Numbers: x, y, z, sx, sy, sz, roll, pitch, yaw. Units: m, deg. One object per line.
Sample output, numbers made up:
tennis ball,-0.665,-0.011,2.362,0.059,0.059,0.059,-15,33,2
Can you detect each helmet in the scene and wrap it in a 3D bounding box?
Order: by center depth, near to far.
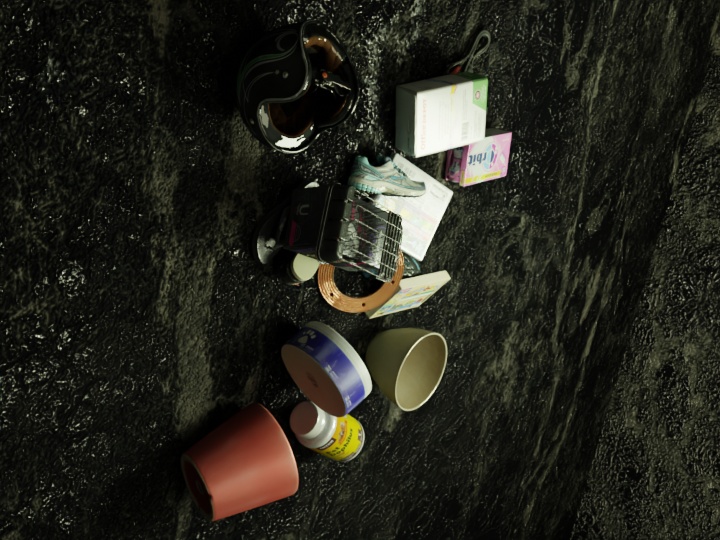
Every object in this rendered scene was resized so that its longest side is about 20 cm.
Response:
helmet,-0.119,-0.308,1.316,0.200,0.190,0.201,32,46,-40

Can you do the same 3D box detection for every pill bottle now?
pill bottle,-0.079,0.366,1.784,0.110,0.109,0.200,-60,142,-9

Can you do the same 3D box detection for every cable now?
cable,0.239,-0.483,1.805,0.097,0.050,0.201,30,72,-36

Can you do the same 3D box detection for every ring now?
ring,0.000,0.000,1.701,0.199,0.019,0.202,-8,119,-15

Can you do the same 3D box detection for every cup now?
cup,0.097,0.222,1.896,0.200,0.143,0.202,-26,126,-41

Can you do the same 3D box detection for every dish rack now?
dish rack,0.007,-0.065,1.462,0.200,0.054,0.155,25,73,-48

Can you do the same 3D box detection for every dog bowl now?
dog bowl,-0.074,0.209,1.633,0.079,0.199,0.201,-39,135,-27

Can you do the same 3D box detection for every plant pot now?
plant pot,-0.247,0.391,1.538,0.177,0.200,0.202,-22,125,-31

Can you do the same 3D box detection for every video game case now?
video game case,0.106,-0.143,1.772,0.199,0.023,0.183,28,85,-36

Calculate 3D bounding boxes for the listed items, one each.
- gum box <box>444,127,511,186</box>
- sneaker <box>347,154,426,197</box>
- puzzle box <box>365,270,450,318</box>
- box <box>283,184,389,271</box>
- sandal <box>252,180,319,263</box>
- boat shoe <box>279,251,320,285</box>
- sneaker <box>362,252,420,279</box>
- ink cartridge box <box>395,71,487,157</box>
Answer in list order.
gum box,0.291,-0.284,1.931,0.199,0.066,0.114,-18,120,-45
sneaker,0.065,-0.204,1.668,0.199,0.077,0.087,2,95,-36
puzzle box,0.116,0.057,1.869,0.199,0.026,0.133,-11,153,-48
box,-0.040,-0.078,1.527,0.199,0.106,0.123,21,73,-47
sandal,-0.142,-0.098,1.518,0.201,0.043,0.076,-53,141,-18
boat shoe,-0.096,-0.047,1.592,0.074,0.063,0.202,51,50,-17
sneaker,0.071,-0.018,1.815,0.199,0.073,0.083,1,89,-55
ink cartridge box,0.177,-0.347,1.711,0.199,0.084,0.146,-18,123,-28
